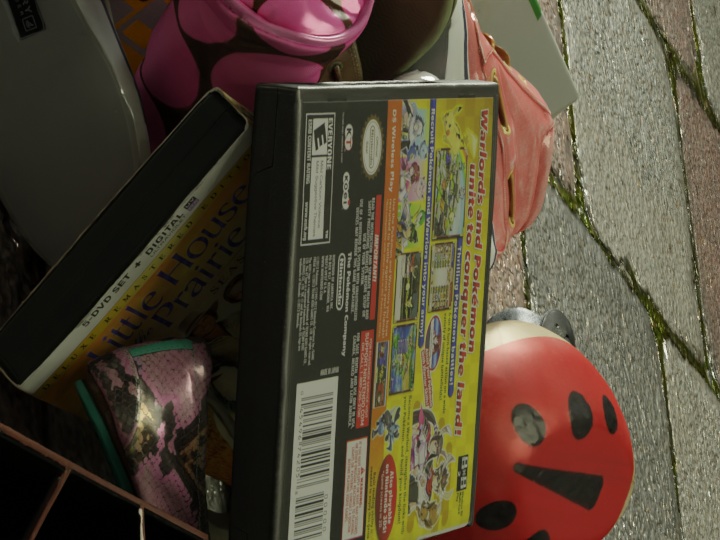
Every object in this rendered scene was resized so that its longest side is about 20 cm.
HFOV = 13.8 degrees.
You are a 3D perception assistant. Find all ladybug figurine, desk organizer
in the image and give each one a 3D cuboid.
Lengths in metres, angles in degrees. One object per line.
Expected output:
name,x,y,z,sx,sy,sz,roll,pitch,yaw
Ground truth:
ladybug figurine,0.078,0.097,1.481,0.200,0.072,0.137,14,96,-59
desk organizer,-0.126,0.115,1.101,0.200,0.076,0.072,40,41,-63

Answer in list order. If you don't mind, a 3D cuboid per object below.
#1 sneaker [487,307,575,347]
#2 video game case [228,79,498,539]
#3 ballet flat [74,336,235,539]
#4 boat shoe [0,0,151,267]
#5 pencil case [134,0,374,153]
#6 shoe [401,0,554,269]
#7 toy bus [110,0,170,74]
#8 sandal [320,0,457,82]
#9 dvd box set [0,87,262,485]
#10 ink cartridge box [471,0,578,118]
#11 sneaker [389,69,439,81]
sneaker,0.082,0.065,1.726,0.200,0.075,0.115,55,27,-57
video game case,0.004,0.021,1.255,0.180,0.025,0.202,-7,102,-61
ballet flat,-0.066,0.113,1.240,0.069,0.071,0.201,-123,-161,-56
boat shoe,-0.128,-0.097,1.259,0.201,0.071,0.070,70,20,-2
pencil case,-0.056,-0.085,1.284,0.091,0.200,0.094,47,56,5
shoe,0.040,-0.095,1.444,0.091,0.071,0.201,-40,123,-55
toy bus,-0.082,-0.187,1.421,0.065,0.078,0.201,35,39,-28
sandal,-0.026,-0.096,1.378,0.080,0.201,0.057,39,33,-8
dvd box set,-0.055,0.014,1.273,0.029,0.146,0.200,45,6,30
ink cartridge box,0.013,-0.162,1.561,0.200,0.083,0.147,48,-8,44
sneaker,0.000,0.000,1.398,0.201,0.082,0.075,-64,169,19
